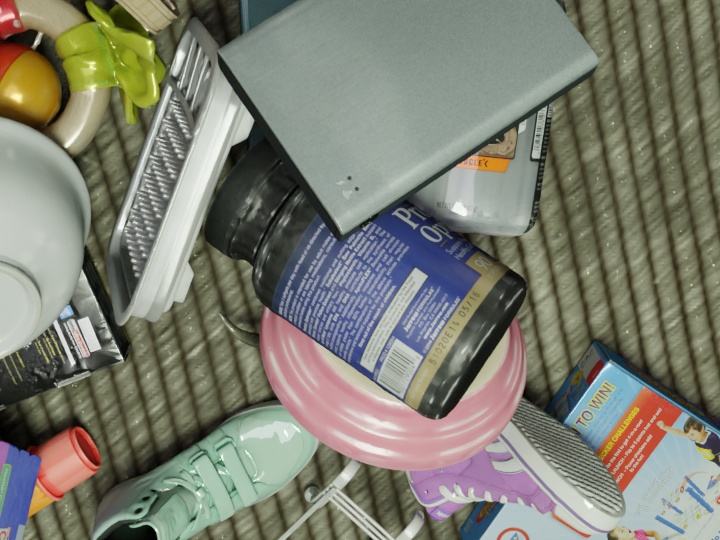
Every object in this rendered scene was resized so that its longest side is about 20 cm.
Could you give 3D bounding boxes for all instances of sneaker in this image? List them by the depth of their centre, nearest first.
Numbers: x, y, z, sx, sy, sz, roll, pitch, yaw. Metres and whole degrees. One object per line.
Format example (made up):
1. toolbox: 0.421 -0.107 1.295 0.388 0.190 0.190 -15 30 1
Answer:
1. sneaker: 0.106 0.159 0.986 0.072 0.200 0.115 8 114 -45
2. sneaker: -0.118 0.176 1.003 0.199 0.118 0.074 -29 101 5

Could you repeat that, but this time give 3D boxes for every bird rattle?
1. bird rattle: -0.237 -0.152 0.910 0.199 0.113 0.164 27 88 -11

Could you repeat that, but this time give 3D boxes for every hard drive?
1. hard drive: 0.030 -0.130 0.819 0.199 0.033 0.140 -34 81 -11

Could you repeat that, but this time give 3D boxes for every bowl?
1. bowl: -0.269 0.001 0.873 0.200 0.091 0.202 -16 138 -15

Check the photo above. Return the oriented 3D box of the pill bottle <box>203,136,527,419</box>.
1. pill bottle: 0.000 0.000 0.858 0.199 0.112 0.112 34 102 10

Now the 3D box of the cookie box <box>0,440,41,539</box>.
1. cookie box: -0.357 0.198 0.967 0.198 0.075 0.173 7 76 15

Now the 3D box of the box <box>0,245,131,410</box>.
1. box: -0.287 0.004 0.993 0.159 0.049 0.201 -22 103 2

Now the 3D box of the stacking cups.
1. stacking cups: -0.296 0.194 1.033 0.199 0.061 0.061 -29 103 4

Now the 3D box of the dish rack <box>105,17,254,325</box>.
1. dish rack: -0.126 -0.068 0.921 0.043 0.172 0.201 18 104 -21

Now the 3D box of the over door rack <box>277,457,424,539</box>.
1. over door rack: -0.013 0.254 1.047 0.148 0.067 0.200 42 113 0

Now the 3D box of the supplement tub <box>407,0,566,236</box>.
1. supplement tub: 0.078 -0.131 0.921 0.121 0.123 0.202 6 98 -2

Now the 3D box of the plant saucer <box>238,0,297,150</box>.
1. plant saucer: -0.058 -0.177 0.958 0.069 0.019 0.202 1 104 14

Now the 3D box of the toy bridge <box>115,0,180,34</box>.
1. toy bridge: -0.149 -0.190 0.868 0.027 0.200 0.067 -36 103 5

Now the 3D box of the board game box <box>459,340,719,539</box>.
1. board game box: 0.214 0.193 1.044 0.195 0.056 0.201 33 102 -8

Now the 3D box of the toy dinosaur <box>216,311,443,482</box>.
1. toy dinosaur: -0.012 0.065 0.981 0.199 0.102 0.077 32 104 -5

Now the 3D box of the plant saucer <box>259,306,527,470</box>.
1. plant saucer: 0.029 0.044 0.938 0.199 0.202 0.051 15 143 -5
